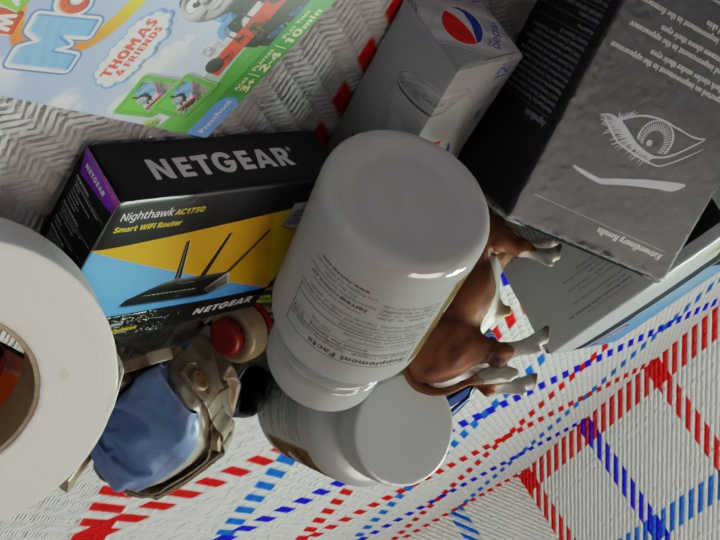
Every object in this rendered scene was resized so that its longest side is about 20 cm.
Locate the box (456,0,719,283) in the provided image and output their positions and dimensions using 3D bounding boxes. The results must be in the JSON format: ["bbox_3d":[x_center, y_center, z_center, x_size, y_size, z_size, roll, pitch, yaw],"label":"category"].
[{"bbox_3d":[0.181,-0.116,0.759,0.147,0.105,0.202,21,108,-25],"label":"box"}]

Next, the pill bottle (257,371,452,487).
[{"bbox_3d":[-0.006,0.123,0.941,0.113,0.116,0.199,-25,-169,-22],"label":"pill bottle"}]

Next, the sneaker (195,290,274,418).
[{"bbox_3d":[-0.130,0.104,0.975,0.073,0.082,0.200,5,140,-45],"label":"sneaker"}]

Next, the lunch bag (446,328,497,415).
[{"bbox_3d":[0.065,0.115,1.264,0.199,0.133,0.136,-33,161,-5],"label":"lunch bag"}]

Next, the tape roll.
[{"bbox_3d":[-0.238,0.063,0.627,0.200,0.037,0.205,-14,123,-23],"label":"tape roll"}]

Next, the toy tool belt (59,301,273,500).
[{"bbox_3d":[-0.161,0.107,0.890,0.200,0.125,0.122,-47,166,32],"label":"toy tool belt"}]

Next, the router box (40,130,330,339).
[{"bbox_3d":[-0.122,-0.022,0.741,0.199,0.051,0.150,-13,150,-48],"label":"router box"}]

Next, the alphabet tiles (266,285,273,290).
[{"bbox_3d":[-0.036,0.025,1.060,0.199,0.015,0.196,-35,159,1],"label":"alphabet tiles"}]

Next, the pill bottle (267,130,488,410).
[{"bbox_3d":[0.001,0.010,0.753,0.113,0.115,0.201,-21,155,-32],"label":"pill bottle"}]

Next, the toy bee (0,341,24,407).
[{"bbox_3d":[-0.298,0.109,0.714,0.199,0.109,0.132,-34,135,-14],"label":"toy bee"}]

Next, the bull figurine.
[{"bbox_3d":[0.091,0.002,0.855,0.120,0.203,0.065,10,171,4],"label":"bull figurine"}]

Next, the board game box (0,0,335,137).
[{"bbox_3d":[-0.097,-0.138,0.532,0.151,0.037,0.199,-42,159,23],"label":"board game box"}]

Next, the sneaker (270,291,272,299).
[{"bbox_3d":[0.000,0.000,0.956,0.199,0.074,0.080,-20,147,-47],"label":"sneaker"}]

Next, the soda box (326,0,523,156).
[{"bbox_3d":[0.032,-0.103,0.782,0.063,0.069,0.201,-20,157,-35],"label":"soda box"}]

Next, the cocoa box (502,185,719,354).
[{"bbox_3d":[0.229,-0.039,0.920,0.200,0.134,0.130,-40,158,32],"label":"cocoa box"}]
